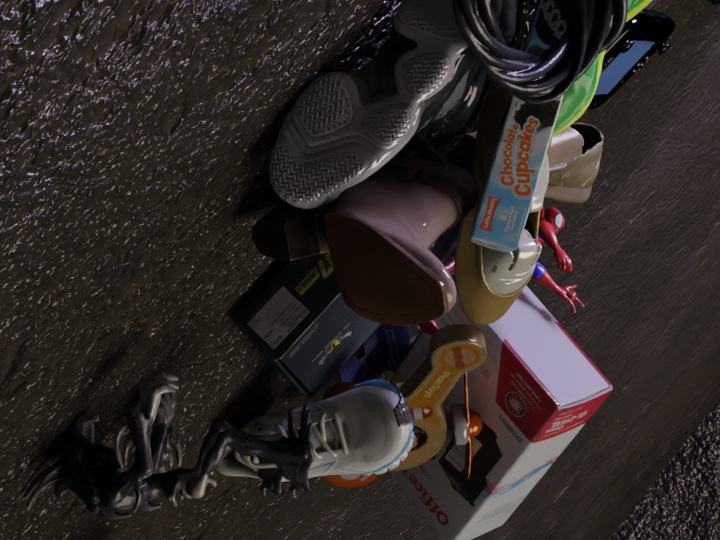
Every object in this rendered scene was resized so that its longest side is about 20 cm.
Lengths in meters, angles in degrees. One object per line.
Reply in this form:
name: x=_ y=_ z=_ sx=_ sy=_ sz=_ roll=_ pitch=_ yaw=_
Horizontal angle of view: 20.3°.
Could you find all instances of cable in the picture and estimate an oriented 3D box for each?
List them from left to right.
cable: x=0.119 y=-0.203 z=1.300 sx=0.163 sy=0.051 sz=0.201 roll=-19 pitch=118 yaw=-48

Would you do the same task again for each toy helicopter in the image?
toy helicopter: x=0.056 y=0.111 z=1.660 sx=0.132 sy=0.079 sz=0.200 roll=14 pitch=139 yaw=-19

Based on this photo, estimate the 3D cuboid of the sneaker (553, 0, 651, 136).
sneaker: x=0.160 y=-0.188 z=1.539 sx=0.083 sy=0.074 sz=0.200 roll=3 pitch=126 yaw=-49

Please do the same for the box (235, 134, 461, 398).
box: x=0.000 y=0.000 z=1.554 sx=0.200 sy=0.051 sz=0.158 roll=-46 pitch=165 yaw=-5

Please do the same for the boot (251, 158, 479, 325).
boot: x=0.029 y=-0.031 z=1.366 sx=0.146 sy=0.199 sz=0.071 roll=-25 pitch=125 yaw=-40

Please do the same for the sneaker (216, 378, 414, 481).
sneaker: x=-0.042 y=0.140 z=1.612 sx=0.086 sy=0.075 sz=0.199 roll=-8 pitch=171 yaw=-46

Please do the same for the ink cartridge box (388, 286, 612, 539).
ink cartridge box: x=0.105 y=0.122 z=1.759 sx=0.083 sy=0.146 sz=0.200 roll=-17 pitch=149 yaw=-46

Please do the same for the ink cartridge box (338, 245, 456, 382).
ink cartridge box: x=0.063 y=0.029 z=1.773 sx=0.200 sy=0.047 sz=0.198 roll=-47 pitch=162 yaw=-11

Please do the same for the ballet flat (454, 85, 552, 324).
ballet flat: x=0.113 y=-0.041 z=1.543 sx=0.068 sy=0.063 sz=0.201 roll=-12 pitch=117 yaw=-29

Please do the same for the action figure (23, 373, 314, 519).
action figure: x=-0.138 y=0.122 z=1.414 sx=0.199 sy=0.103 sz=0.119 roll=-3 pitch=180 yaw=-11

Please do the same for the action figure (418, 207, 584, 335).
action figure: x=0.132 y=0.005 z=1.670 sx=0.200 sy=0.099 sz=0.065 roll=-38 pitch=162 yaw=-47

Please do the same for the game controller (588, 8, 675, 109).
game controller: x=0.209 y=-0.174 z=1.674 sx=0.105 sy=0.042 sz=0.200 roll=-56 pitch=167 yaw=15

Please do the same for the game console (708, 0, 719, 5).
game console: x=0.432 y=-0.311 z=1.817 sx=0.200 sy=0.118 sz=0.171 roll=-34 pitch=157 yaw=-35

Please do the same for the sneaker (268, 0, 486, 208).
sneaker: x=0.024 y=-0.107 z=1.360 sx=0.200 sy=0.075 sz=0.114 roll=-47 pitch=160 yaw=-7

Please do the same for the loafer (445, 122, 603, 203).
loafer: x=0.137 y=-0.098 z=1.647 sx=0.200 sy=0.076 sz=0.068 roll=-3 pitch=120 yaw=-60

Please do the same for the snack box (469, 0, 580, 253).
snack box: x=0.122 y=-0.113 z=1.430 sx=0.116 sy=0.037 sz=0.201 roll=18 pitch=89 yaw=-87

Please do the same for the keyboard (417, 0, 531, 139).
keyboard: x=0.092 y=-0.178 z=1.464 sx=0.127 sy=0.021 sz=0.200 roll=-40 pitch=161 yaw=-24
